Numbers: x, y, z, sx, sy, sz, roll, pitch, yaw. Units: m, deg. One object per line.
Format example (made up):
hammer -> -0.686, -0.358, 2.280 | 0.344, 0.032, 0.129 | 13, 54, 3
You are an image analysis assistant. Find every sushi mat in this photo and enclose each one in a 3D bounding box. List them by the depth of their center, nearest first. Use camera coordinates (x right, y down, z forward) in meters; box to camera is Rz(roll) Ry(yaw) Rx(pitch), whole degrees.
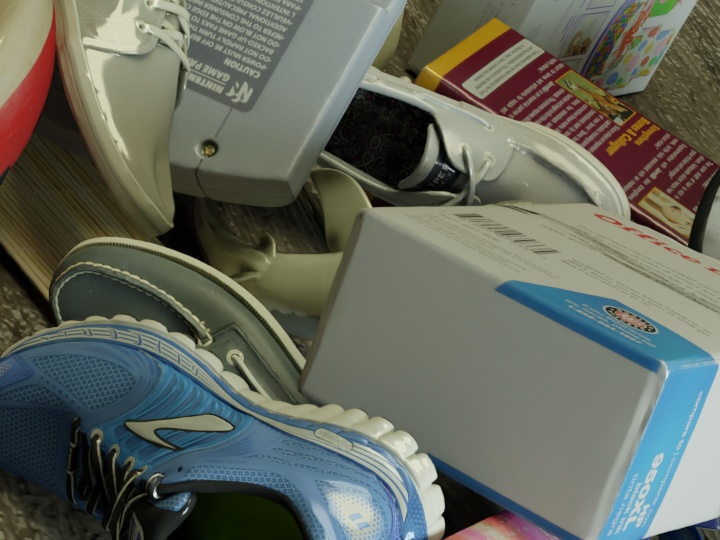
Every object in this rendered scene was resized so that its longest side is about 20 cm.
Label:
sushi mat -> -0.146, -0.036, 1.261 | 0.096, 0.012, 0.200 | -6, 45, -48

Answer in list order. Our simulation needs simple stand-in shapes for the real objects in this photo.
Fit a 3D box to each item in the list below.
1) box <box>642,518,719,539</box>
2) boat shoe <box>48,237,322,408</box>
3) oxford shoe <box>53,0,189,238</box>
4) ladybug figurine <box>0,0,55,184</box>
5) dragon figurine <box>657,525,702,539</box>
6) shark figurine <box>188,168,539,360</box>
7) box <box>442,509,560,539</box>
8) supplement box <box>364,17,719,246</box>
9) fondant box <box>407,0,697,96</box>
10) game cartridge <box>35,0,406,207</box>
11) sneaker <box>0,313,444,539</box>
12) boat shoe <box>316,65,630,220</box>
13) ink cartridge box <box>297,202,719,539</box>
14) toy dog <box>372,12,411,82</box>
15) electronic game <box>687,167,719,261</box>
box -> 0.183, 0.040, 1.316 | 0.032, 0.121, 0.200 | 7, 26, 35
boat shoe -> -0.056, 0.061, 1.126 | 0.200, 0.073, 0.062 | 42, 26, 11
oxford shoe -> -0.101, -0.108, 1.218 | 0.075, 0.058, 0.200 | 61, 15, -61
ladybug figurine -> -0.187, -0.064, 1.148 | 0.072, 0.136, 0.200 | 57, 44, -32
dragon figurine -> 0.108, 0.129, 1.186 | 0.099, 0.059, 0.200 | 28, 28, -6
shark figurine -> -0.020, 0.006, 1.275 | 0.214, 0.128, 0.090 | 20, -18, 41
box -> 0.089, 0.191, 1.019 | 0.200, 0.103, 0.095 | 40, 29, 20
supplement box -> 0.113, -0.031, 1.425 | 0.200, 0.086, 0.110 | 35, 29, 9
fondant box -> 0.131, -0.168, 1.605 | 0.058, 0.144, 0.200 | 42, 30, 24
game cartridge -> -0.095, -0.111, 1.275 | 0.200, 0.133, 0.042 | 25, -12, 17
sneaker -> -0.072, 0.077, 1.038 | 0.200, 0.079, 0.089 | 15, 32, 28
boat shoe -> 0.036, -0.055, 1.337 | 0.200, 0.072, 0.069 | 31, 14, 1
ink cartridge box -> 0.093, 0.037, 1.125 | 0.144, 0.084, 0.200 | 28, 16, 28
toy dog -> -0.019, -0.191, 1.437 | 0.139, 0.200, 0.194 | 7, 35, -37
electronic game -> 0.219, 0.032, 1.281 | 0.200, 0.042, 0.200 | 15, 67, -40
